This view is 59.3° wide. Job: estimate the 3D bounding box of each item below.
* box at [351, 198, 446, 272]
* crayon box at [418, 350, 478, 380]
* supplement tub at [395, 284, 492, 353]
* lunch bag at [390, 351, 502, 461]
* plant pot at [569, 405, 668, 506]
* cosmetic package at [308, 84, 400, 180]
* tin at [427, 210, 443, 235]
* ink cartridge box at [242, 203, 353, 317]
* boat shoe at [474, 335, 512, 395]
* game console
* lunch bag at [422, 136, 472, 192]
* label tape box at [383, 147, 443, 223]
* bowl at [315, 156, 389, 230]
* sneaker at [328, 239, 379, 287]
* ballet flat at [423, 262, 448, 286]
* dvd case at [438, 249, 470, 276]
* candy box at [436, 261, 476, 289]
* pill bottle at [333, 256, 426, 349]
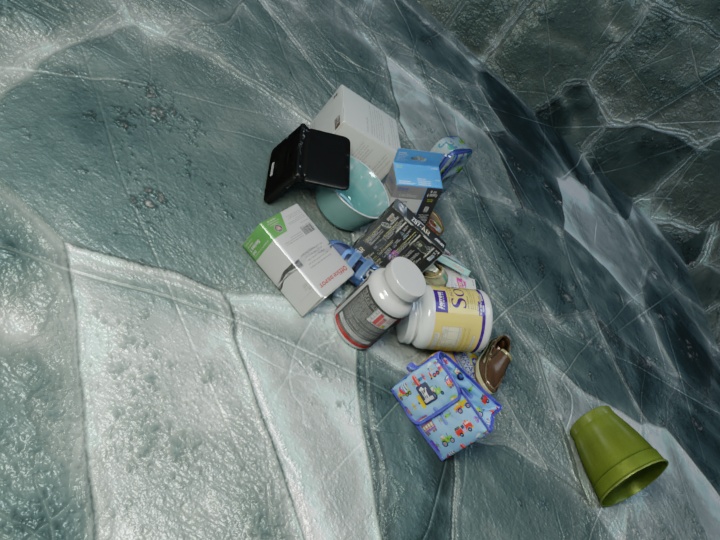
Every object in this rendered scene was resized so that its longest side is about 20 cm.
[{"bbox_3d":[0.077,-0.044,1.477,0.159,0.200,0.044,40,35,-8],"label":"box"},{"bbox_3d":[0.220,0.247,1.484,0.198,0.052,0.127,-12,65,-51],"label":"crayon box"},{"bbox_3d":[0.189,0.110,1.456,0.195,0.147,0.148,5,48,-12],"label":"supplement tub"},{"bbox_3d":[0.169,0.267,1.323,0.201,0.150,0.094,48,35,1],"label":"lunch bag"},{"bbox_3d":[0.648,0.466,1.638,0.197,0.202,0.195,12,36,-39],"label":"plant pot"},{"bbox_3d":[-0.018,-0.344,1.689,0.197,0.165,0.167,26,40,-29],"label":"cosmetic package"},{"bbox_3d":[0.159,-0.169,1.824,0.200,0.042,0.112,44,39,-7],"label":"tin"},{"bbox_3d":[-0.128,-0.023,1.337,0.201,0.084,0.146,50,36,2],"label":"ink cartridge box"},{"bbox_3d":[0.324,0.216,1.518,0.075,0.075,0.203,45,29,-9],"label":"boat shoe"},{"bbox_3d":[-0.124,-0.237,1.483,0.116,0.174,0.203,38,34,-32],"label":"game console"},{"bbox_3d":[0.232,-0.300,1.885,0.083,0.201,0.159,50,33,17],"label":"lunch bag"},{"bbox_3d":[0.135,-0.212,1.665,0.141,0.202,0.064,1,43,-24],"label":"label tape box"},{"bbox_3d":[-0.034,-0.179,1.567,0.198,0.105,0.204,29,39,-26],"label":"bowl"},{"bbox_3d":[0.000,0.000,1.439,0.199,0.082,0.074,41,70,-7],"label":"sneaker"},{"bbox_3d":[0.130,-0.022,1.550,0.197,0.063,0.068,24,66,30],"label":"ballet flat"},{"bbox_3d":[0.197,-0.058,1.697,0.144,0.022,0.200,26,14,-28],"label":"dvd case"},{"bbox_3d":[0.213,0.064,1.630,0.197,0.071,0.170,26,40,-26],"label":"candy box"},{"bbox_3d":[0.040,0.069,1.330,0.114,0.200,0.118,27,40,-25],"label":"pill bottle"}]
